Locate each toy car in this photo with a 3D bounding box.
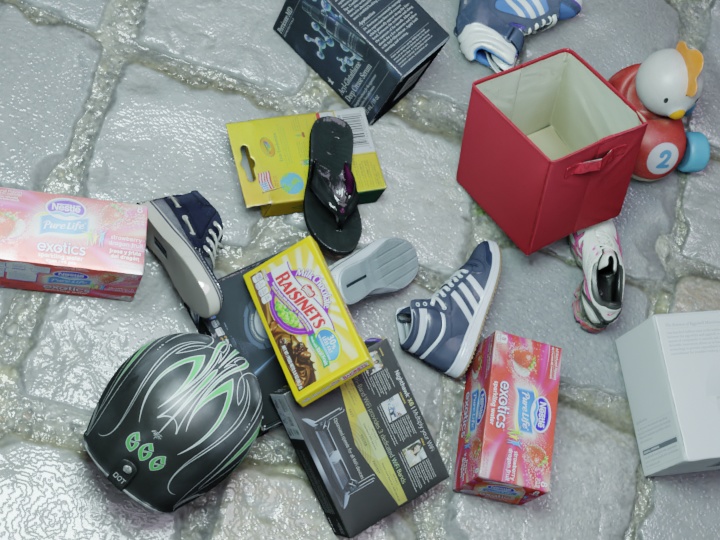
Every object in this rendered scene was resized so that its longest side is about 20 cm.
[{"bbox_3d":[0.434,-0.240,1.908,0.184,0.200,0.177,-2,71,-18],"label":"toy car"}]

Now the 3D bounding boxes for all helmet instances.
[{"bbox_3d":[-0.208,0.167,1.554,0.200,0.200,0.191,42,93,1],"label":"helmet"}]

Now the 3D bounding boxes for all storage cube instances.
[{"bbox_3d":[0.254,-0.163,1.805,0.171,0.180,0.200,-23,54,-25],"label":"storage cube"}]

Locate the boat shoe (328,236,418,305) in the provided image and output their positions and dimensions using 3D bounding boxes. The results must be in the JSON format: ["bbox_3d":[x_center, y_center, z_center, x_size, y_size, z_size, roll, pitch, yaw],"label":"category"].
[{"bbox_3d":[0.000,0.000,1.736,0.200,0.067,0.074,-16,98,-55],"label":"boat shoe"}]

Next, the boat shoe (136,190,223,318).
[{"bbox_3d":[-0.200,-0.028,1.665,0.093,0.075,0.200,-20,54,-27],"label":"boat shoe"}]

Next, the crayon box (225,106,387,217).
[{"bbox_3d":[-0.078,-0.145,1.789,0.200,0.051,0.127,-8,73,-21],"label":"crayon box"}]

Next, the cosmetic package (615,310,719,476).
[{"bbox_3d":[0.477,0.164,1.812,0.199,0.123,0.200,-2,72,-19],"label":"cosmetic package"}]

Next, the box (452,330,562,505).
[{"bbox_3d":[0.191,0.191,1.724,0.100,0.095,0.200,15,66,-13],"label":"box"}]

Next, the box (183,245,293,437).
[{"bbox_3d":[-0.108,0.089,1.695,0.160,0.044,0.200,-24,79,-24],"label":"box"}]

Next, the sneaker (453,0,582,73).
[{"bbox_3d":[0.234,-0.347,1.958,0.200,0.081,0.147,5,77,-20],"label":"sneaker"}]

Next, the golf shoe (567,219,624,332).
[{"bbox_3d":[0.338,-0.019,1.855,0.073,0.092,0.200,4,68,-15],"label":"golf shoe"}]

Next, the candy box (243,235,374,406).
[{"bbox_3d":[-0.065,0.059,1.618,0.102,0.026,0.200,-30,56,4],"label":"candy box"}]

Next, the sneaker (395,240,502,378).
[{"bbox_3d":[0.115,0.033,1.774,0.108,0.070,0.200,23,68,-10],"label":"sneaker"}]

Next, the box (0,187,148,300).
[{"bbox_3d":[-0.366,-0.032,1.624,0.200,0.103,0.095,7,68,-15],"label":"box"}]

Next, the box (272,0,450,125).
[{"bbox_3d":[-0.001,-0.328,1.829,0.200,0.148,0.107,45,63,3],"label":"box"}]

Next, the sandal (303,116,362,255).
[{"bbox_3d":[-0.037,-0.116,1.731,0.075,0.048,0.201,1,66,-15],"label":"sandal"}]

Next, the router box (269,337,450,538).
[{"bbox_3d":[0.000,0.205,1.651,0.157,0.052,0.200,-27,97,-24],"label":"router box"}]
